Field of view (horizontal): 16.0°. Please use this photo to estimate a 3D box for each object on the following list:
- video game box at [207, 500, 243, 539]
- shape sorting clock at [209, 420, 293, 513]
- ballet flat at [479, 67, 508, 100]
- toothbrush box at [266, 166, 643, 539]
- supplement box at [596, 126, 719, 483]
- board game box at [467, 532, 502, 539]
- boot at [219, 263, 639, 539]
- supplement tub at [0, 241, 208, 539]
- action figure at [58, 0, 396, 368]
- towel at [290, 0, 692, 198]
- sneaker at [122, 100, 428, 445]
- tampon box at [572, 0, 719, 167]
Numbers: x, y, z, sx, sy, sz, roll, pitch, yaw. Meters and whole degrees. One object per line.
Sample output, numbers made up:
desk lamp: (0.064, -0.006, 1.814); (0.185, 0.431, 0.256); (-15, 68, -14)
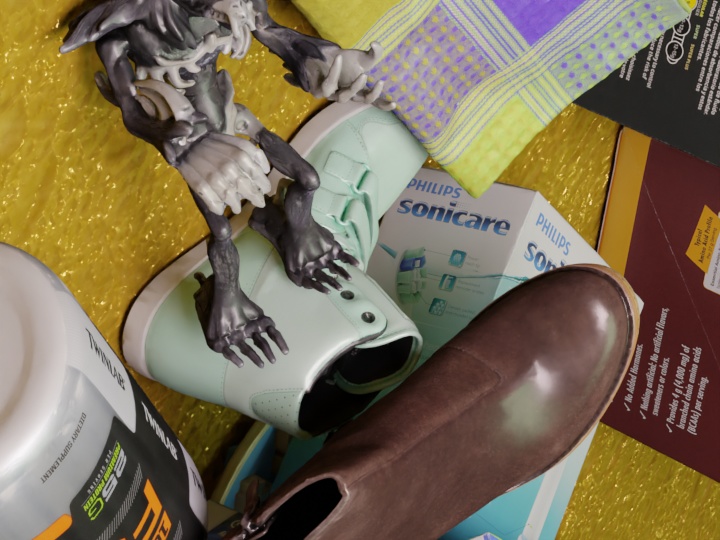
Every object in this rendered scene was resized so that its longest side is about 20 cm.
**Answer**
video game box: (-0.064, 0.189, 1.120); (0.182, 0.200, 0.047); (-37, 126, -32)
shape sorting clock: (-0.021, 0.134, 1.320); (0.200, 0.039, 0.200); (-38, 143, -37)
ballet flat: (0.031, -0.134, 1.177); (0.072, 0.072, 0.201); (-44, 145, -30)
toothbrush box: (0.050, 0.069, 1.288); (0.146, 0.085, 0.200); (39, 69, -53)
supplement box: (0.252, 0.017, 1.497); (0.133, 0.200, 0.198); (-28, 136, -46)
board game box: (0.014, 0.199, 1.245); (0.200, 0.045, 0.134); (-24, 147, 23)
boot: (0.025, 0.078, 1.059); (0.200, 0.072, 0.166); (-43, 171, 18)
supplement tub: (-0.134, 0.084, 1.015); (0.123, 0.122, 0.200); (-54, 149, -16)
action figure: (-0.047, -0.065, 1.042); (0.119, 0.102, 0.200); (-38, 132, -29)
towel: (0.057, -0.125, 1.131); (0.144, 0.023, 0.200); (-38, 138, 4)
sneaker: (0.000, 0.000, 1.165); (0.200, 0.118, 0.074); (-46, 146, -28)
tampon box: (0.220, -0.127, 1.331); (0.150, 0.200, 0.127); (-16, 127, -53)
